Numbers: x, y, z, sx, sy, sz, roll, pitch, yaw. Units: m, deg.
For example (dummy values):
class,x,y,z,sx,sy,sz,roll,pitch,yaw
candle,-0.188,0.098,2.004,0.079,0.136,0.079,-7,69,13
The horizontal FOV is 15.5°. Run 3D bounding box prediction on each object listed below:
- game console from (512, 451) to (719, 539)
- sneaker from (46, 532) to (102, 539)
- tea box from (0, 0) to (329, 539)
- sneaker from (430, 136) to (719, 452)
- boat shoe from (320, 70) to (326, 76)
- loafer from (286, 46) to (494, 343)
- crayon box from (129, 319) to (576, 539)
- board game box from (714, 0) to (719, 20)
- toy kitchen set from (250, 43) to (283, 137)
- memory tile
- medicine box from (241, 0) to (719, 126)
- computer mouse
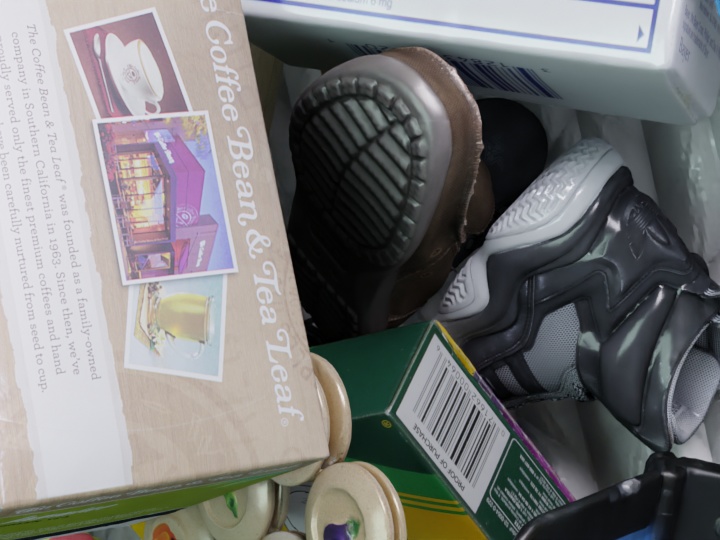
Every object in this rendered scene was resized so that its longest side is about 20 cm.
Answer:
class,x,y,z,sx,sy,sz,roll,pitch,yaw
game console,0.121,0.185,1.014,0.175,0.116,0.201,12,108,-1
sneaker,-0.084,0.182,1.170,0.200,0.078,0.090,37,150,-12
tea box,-0.126,-0.003,0.994,0.197,0.133,0.201,-26,73,59
sneaker,0.085,0.042,1.097,0.114,0.075,0.200,41,139,8
boat shoe,0.037,-0.158,1.112,0.075,0.075,0.203,22,110,29
loafer,0.015,-0.036,1.036,0.073,0.071,0.200,53,159,12
crayon box,0.010,0.122,1.115,0.172,0.058,0.200,-15,124,39
board game box,0.181,-0.175,0.929,0.040,0.152,0.201,173,82,-74
toy kitchen set,-0.152,-0.111,1.166,0.163,0.180,0.201,-6,65,40
memory tile,-0.019,0.146,1.006,0.153,0.017,0.201,-48,57,42
medicine box,0.056,-0.173,1.010,0.181,0.103,0.201,9,85,18
computer mouse,0.000,0.000,1.139,0.200,0.034,0.059,-44,87,9
